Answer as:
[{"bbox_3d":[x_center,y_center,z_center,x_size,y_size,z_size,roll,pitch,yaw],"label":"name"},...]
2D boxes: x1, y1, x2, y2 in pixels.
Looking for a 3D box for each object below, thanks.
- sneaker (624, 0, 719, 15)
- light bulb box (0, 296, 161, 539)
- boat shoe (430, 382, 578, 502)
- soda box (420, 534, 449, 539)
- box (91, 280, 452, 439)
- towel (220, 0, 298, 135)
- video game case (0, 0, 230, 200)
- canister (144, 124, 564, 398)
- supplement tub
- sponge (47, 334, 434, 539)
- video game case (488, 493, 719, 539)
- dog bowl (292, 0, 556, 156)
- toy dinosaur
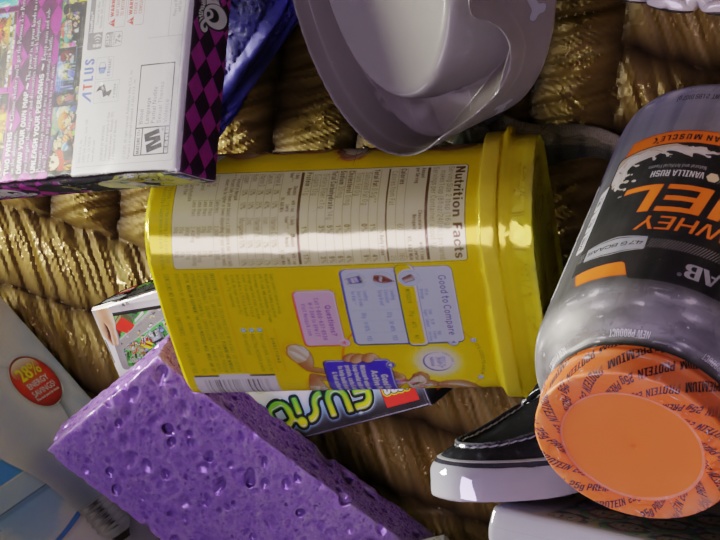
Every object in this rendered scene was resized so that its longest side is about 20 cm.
[{"bbox_3d":[0.134,-0.180,1.298,0.200,0.081,0.084,23,113,21],"label":"sneaker"},{"bbox_3d":[-0.233,0.150,1.566,0.200,0.198,0.125,47,123,4],"label":"light bulb box"},{"bbox_3d":[0.117,0.067,1.339,0.072,0.200,0.068,10,110,58],"label":"boat shoe"},{"bbox_3d":[0.036,0.256,1.510,0.068,0.064,0.201,-12,113,-11],"label":"soda box"},{"bbox_3d":[-0.052,0.043,1.517,0.200,0.035,0.110,-16,101,34],"label":"box"},{"bbox_3d":[-0.122,-0.180,1.460,0.200,0.050,0.148,43,123,9],"label":"towel"},{"bbox_3d":[-0.144,-0.139,1.381,0.181,0.036,0.201,-4,77,36],"label":"video game case"},{"bbox_3d":[0.000,0.000,1.382,0.199,0.087,0.149,-2,137,11],"label":"canister"},{"bbox_3d":[0.157,0.014,1.272,0.122,0.200,0.123,13,137,13],"label":"supplement tub"},{"bbox_3d":[-0.069,0.128,1.524,0.200,0.030,0.112,39,127,-14],"label":"sponge"},{"bbox_3d":[0.191,0.131,1.324,0.200,0.182,0.024,11,100,26],"label":"video game case"},{"bbox_3d":[0.028,-0.159,1.305,0.200,0.059,0.201,41,138,51],"label":"dog bowl"},{"bbox_3d":[0.058,-0.077,1.403,0.200,0.047,0.088,-8,107,26],"label":"toy dinosaur"}]
